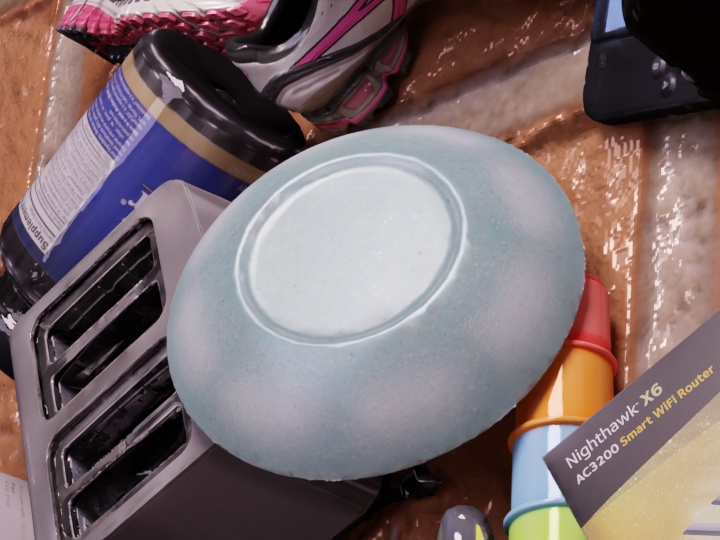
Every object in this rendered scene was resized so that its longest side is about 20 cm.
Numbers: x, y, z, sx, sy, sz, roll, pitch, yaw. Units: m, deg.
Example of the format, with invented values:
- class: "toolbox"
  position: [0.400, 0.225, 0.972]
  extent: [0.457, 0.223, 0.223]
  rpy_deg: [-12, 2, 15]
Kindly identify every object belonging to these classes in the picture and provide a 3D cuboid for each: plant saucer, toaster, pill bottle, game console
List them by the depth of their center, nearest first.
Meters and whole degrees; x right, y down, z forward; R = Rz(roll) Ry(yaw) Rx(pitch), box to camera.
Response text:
- class: "game console"
  position: [0.126, -0.179, 1.001]
  extent: [0.176, 0.116, 0.200]
  rpy_deg: [-4, 74, 61]
- class: "plant saucer"
  position: [0.000, 0.000, 1.022]
  extent: [0.201, 0.039, 0.201]
  rpy_deg: [-11, 50, 13]
- class: "toaster"
  position: [-0.081, 0.074, 1.139]
  extent: [0.200, 0.119, 0.181]
  rpy_deg: [-41, 44, 27]
- class: "pill bottle"
  position: [-0.130, -0.026, 1.261]
  extent: [0.200, 0.112, 0.112]
  rpy_deg: [-51, 39, 17]

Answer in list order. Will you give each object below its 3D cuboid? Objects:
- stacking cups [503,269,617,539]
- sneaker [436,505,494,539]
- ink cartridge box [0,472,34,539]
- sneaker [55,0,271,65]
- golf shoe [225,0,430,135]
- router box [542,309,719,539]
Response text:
- class: "stacking cups"
  position: [0.091, 0.092, 0.977]
  extent: [0.060, 0.060, 0.200]
  rpy_deg: [-23, 51, 41]
- class: "sneaker"
  position: [0.000, 0.188, 0.975]
  extent: [0.074, 0.081, 0.200]
  rpy_deg: [-68, 3, -81]
- class: "ink cartridge box"
  position: [-0.293, 0.162, 1.271]
  extent: [0.146, 0.200, 0.086]
  rpy_deg: [-36, 46, 32]
- class: "sneaker"
  position: [-0.114, -0.164, 1.348]
  extent: [0.200, 0.081, 0.075]
  rpy_deg: [13, 77, 52]
- class: "golf shoe"
  position: [0.006, -0.173, 1.202]
  extent: [0.200, 0.092, 0.073]
  rpy_deg: [-60, 35, 3]
- class: "router box"
  position: [0.184, 0.072, 0.857]
  extent: [0.200, 0.052, 0.157]
  rpy_deg: [-42, 42, 12]
